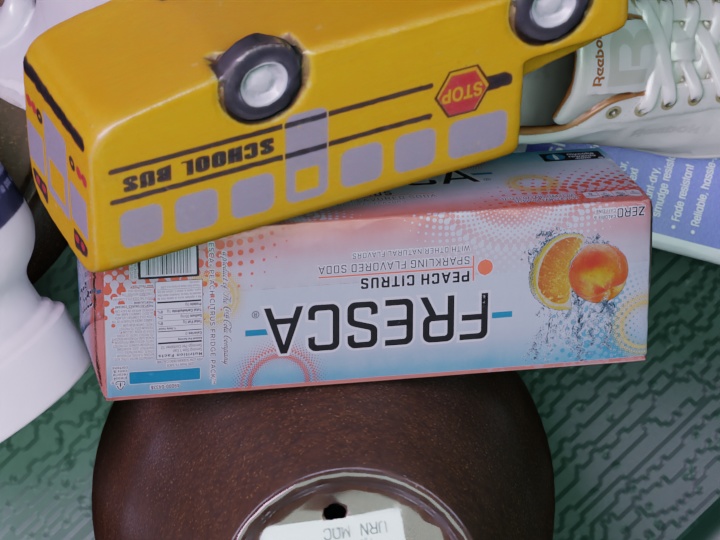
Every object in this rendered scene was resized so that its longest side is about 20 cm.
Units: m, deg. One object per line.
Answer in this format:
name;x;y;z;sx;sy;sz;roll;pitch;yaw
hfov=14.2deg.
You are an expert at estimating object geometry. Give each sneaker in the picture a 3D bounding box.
sneaker;0.108;-0.074;1.074;0.199;0.085;0.073;-7;95;-2

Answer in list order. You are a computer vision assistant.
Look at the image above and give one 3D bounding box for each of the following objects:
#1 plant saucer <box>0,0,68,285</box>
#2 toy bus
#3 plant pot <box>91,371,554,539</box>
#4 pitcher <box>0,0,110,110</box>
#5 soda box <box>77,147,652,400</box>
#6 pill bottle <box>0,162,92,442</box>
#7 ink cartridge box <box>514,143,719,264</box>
plant saucer;-0.193;-0.064;1.113;0.200;0.034;0.201;-1;98;-10
toy bus;-0.010;-0.067;0.980;0.199;0.065;0.078;-17;130;-20
plant pot;-0.010;0.101;1.066;0.186;0.200;0.188;0;95;-3
pitcher;-0.091;-0.142;1.028;0.171;0.121;0.200;20;125;1
soda box;0.000;0.000;1.032;0.199;0.068;0.064;-3;110;-11
pill bottle;-0.189;-0.026;1.044;0.116;0.116;0.200;-33;103;0
ink cartridge box;0.138;-0.106;1.135;0.199;0.047;0.198;15;95;-2
